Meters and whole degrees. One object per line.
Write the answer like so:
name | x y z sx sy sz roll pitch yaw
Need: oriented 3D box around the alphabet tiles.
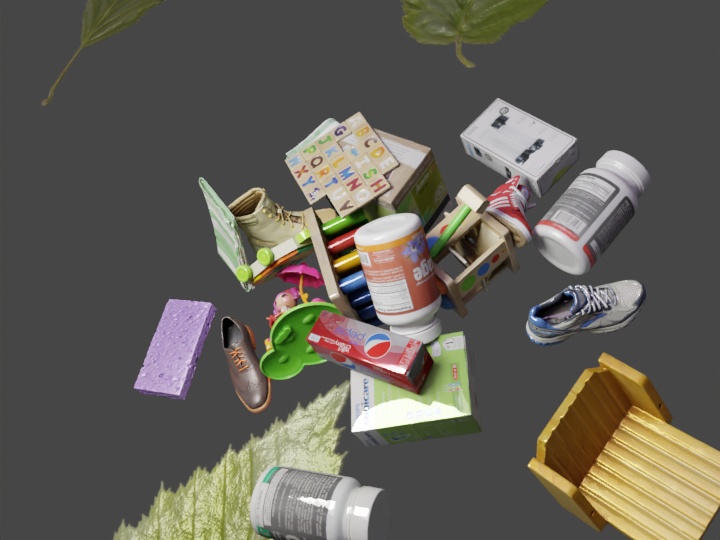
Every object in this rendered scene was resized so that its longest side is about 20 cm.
alphabet tiles | -0.031 -0.182 1.265 0.167 0.008 0.200 -32 52 1

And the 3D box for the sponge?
sponge | -0.369 0.154 1.432 0.111 0.030 0.201 2 61 24

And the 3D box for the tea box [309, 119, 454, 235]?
tea box | 0.044 -0.149 1.341 0.199 0.197 0.134 26 73 32

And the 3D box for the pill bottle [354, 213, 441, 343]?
pill bottle | 0.068 0.017 1.160 0.112 0.201 0.112 -16 18 5

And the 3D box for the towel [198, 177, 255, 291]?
towel | -0.268 -0.067 1.423 0.023 0.201 0.153 -27 51 -18

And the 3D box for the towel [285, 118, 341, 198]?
towel | -0.058 -0.242 1.545 0.149 0.031 0.200 -43 54 -6

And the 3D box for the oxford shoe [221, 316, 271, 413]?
oxford shoe | -0.222 0.174 1.330 0.071 0.073 0.200 -30 54 2

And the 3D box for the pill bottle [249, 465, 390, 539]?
pill bottle | -0.061 0.374 1.114 0.199 0.113 0.114 2 61 25

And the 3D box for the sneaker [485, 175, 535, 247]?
sneaker | 0.275 -0.108 1.261 0.112 0.071 0.200 -34 22 -4

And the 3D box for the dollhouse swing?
dollhouse swing | 0.378 0.261 0.976 0.200 0.182 0.176 -50 35 -12

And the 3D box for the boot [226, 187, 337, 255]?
boot | -0.151 -0.107 1.422 0.199 0.156 0.073 -15 55 13

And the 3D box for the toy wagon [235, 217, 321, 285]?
toy wagon | -0.140 -0.034 1.357 0.200 0.155 0.040 -34 84 37

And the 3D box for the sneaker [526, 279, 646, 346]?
sneaker | 0.362 0.061 1.148 0.199 0.085 0.077 -23 54 8

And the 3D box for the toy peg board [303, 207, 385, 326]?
toy peg board | 0.000 0.000 1.265 0.097 0.200 0.200 -24 54 7

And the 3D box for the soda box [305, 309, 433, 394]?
soda box | 0.014 0.130 1.156 0.199 0.070 0.064 16 63 33

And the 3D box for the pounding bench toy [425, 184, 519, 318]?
pounding bench toy | 0.160 -0.038 1.222 0.156 0.200 0.124 -41 54 -6

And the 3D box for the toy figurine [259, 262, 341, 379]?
toy figurine | -0.120 0.076 1.339 0.200 0.150 0.184 -46 35 22

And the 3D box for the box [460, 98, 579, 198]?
box | 0.304 -0.237 1.371 0.117 0.060 0.200 -46 54 -9

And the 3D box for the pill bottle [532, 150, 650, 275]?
pill bottle | 0.395 -0.100 1.214 0.116 0.116 0.200 35 78 35

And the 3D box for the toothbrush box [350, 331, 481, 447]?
toothbrush box | 0.089 0.198 1.177 0.199 0.086 0.146 -12 56 15
